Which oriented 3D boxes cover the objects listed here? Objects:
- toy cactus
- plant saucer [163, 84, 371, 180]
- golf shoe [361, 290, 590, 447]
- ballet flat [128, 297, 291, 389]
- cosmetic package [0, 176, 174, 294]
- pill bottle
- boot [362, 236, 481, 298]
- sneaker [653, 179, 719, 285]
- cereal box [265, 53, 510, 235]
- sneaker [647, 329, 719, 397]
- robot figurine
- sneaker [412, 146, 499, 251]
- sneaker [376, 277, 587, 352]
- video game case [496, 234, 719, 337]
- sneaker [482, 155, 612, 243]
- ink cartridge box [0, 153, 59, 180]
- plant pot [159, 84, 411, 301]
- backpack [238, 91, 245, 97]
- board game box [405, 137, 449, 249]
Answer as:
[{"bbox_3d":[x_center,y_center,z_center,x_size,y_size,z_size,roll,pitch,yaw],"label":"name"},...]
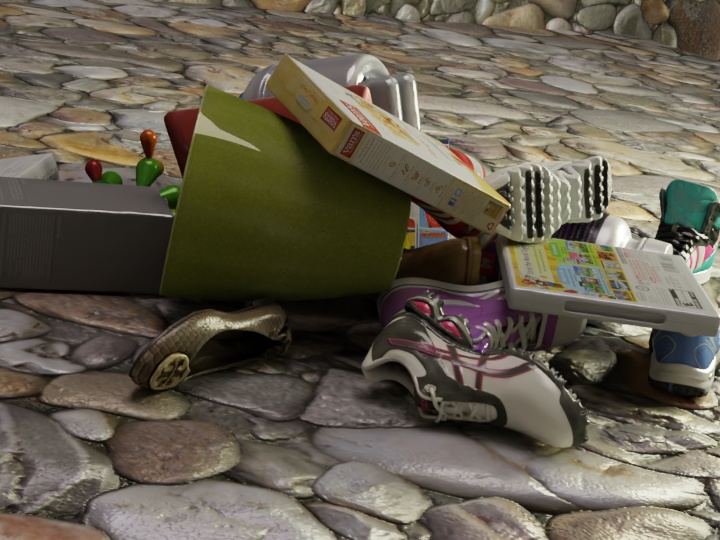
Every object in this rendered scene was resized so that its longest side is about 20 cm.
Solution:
[{"bbox_3d":[-0.255,-0.073,1.614,0.163,0.103,0.200,-13,33,-29],"label":"toy cactus"},{"bbox_3d":[-0.074,-0.080,1.501,0.197,0.201,0.037,-7,45,6],"label":"plant saucer"},{"bbox_3d":[0.093,0.099,1.249,0.199,0.078,0.088,29,56,33],"label":"golf shoe"},{"bbox_3d":[-0.115,0.064,1.268,0.046,0.067,0.199,48,26,14],"label":"ballet flat"},{"bbox_3d":[-0.281,-0.034,1.458,0.198,0.091,0.107,6,16,-18],"label":"cosmetic package"},{"bbox_3d":[0.210,-0.009,1.570,0.198,0.113,0.111,14,17,19],"label":"pill bottle"},{"bbox_3d":[0.000,0.000,1.474,0.197,0.067,0.175,6,-12,-15],"label":"boot"},{"bbox_3d":[0.352,-0.038,1.721,0.083,0.122,0.199,17,18,27],"label":"sneaker"},{"bbox_3d":[0.024,-0.110,1.356,0.199,0.040,0.144,25,15,-39],"label":"cereal box"},{"bbox_3d":[0.313,0.056,1.463,0.075,0.078,0.200,9,15,7],"label":"sneaker"},{"bbox_3d":[-0.039,-0.155,1.554,0.198,0.114,0.169,-2,7,29],"label":"robot figurine"},{"bbox_3d":[0.069,-0.103,1.547,0.115,0.078,0.200,40,4,-31],"label":"sneaker"},{"bbox_3d":[0.119,0.062,1.383,0.198,0.073,0.115,-1,26,-12],"label":"sneaker"},{"bbox_3d":[0.216,0.010,1.393,0.180,0.023,0.200,8,16,0],"label":"video game case"},{"bbox_3d":[0.161,-0.071,1.485,0.080,0.076,0.199,10,13,38],"label":"sneaker"},{"bbox_3d":[-0.430,-0.075,1.619,0.197,0.048,0.160,-8,15,6],"label":"ink cartridge box"},{"bbox_3d":[-0.061,-0.048,1.368,0.198,0.189,0.187,13,16,-6],"label":"plant pot"},{"bbox_3d":[-0.068,-0.137,1.772,0.166,0.164,0.199,19,18,24],"label":"backpack"},{"bbox_3d":[-0.001,-0.082,1.665,0.198,0.137,0.034,5,-11,-18],"label":"board game box"}]
